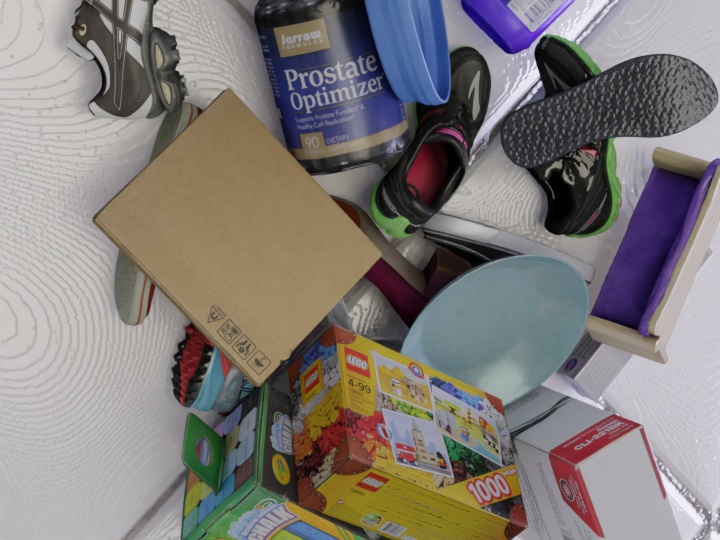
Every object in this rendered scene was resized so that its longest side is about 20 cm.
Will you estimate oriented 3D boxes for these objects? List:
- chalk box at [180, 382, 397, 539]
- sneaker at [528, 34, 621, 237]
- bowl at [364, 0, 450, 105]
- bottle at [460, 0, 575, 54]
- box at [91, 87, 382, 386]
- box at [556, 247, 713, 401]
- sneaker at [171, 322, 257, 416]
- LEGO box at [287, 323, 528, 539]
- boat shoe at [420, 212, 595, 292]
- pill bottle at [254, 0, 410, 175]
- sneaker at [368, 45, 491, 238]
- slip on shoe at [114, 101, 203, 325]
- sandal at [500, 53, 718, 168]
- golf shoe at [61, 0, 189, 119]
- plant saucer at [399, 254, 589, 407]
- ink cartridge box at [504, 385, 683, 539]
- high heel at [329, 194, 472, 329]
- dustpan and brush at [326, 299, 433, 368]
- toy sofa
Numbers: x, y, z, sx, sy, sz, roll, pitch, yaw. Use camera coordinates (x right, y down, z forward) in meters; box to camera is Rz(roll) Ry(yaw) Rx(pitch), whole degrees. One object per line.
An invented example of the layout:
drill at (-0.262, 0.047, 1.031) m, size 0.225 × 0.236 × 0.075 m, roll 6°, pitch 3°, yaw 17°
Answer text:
chalk box at (-0.080, 0.197, 1.282) m, size 0.200 × 0.125 × 0.124 m, roll 31°, pitch 124°, yaw -22°
sneaker at (0.196, -0.125, 1.382) m, size 0.084 × 0.077 × 0.201 m, roll -17°, pitch 103°, yaw -22°
bowl at (0.037, -0.240, 1.250) m, size 0.039 × 0.201 × 0.201 m, roll -10°, pitch 105°, yaw 13°
bottle at (0.186, -0.295, 1.342) m, size 0.084 × 0.065 × 0.200 m, roll 45°, pitch 91°, yaw 0°
box at (-0.101, -0.028, 1.230) m, size 0.200 × 0.021 × 0.164 m, roll 47°, pitch 74°, yaw -12°
box at (0.280, 0.042, 1.472) m, size 0.041 × 0.039 × 0.200 m, roll 42°, pitch 82°, yaw -21°
sneaker at (-0.096, 0.036, 1.308) m, size 0.095 × 0.079 × 0.200 m, roll 20°, pitch 98°, yaw -36°
LEGO box at (0.040, 0.157, 1.274) m, size 0.200 × 0.149 × 0.077 m, roll 25°, pitch 127°, yaw -30°
boat shoe at (0.137, -0.003, 1.395) m, size 0.200 × 0.070 × 0.066 m, roll 19°, pitch 90°, yaw -31°
pill bottle at (-0.030, -0.193, 1.265) m, size 0.112 × 0.112 × 0.200 m, roll -19°, pitch 106°, yaw -18°
sneaker at (0.080, -0.118, 1.326) m, size 0.077 × 0.084 × 0.200 m, roll 31°, pitch 69°, yaw -23°
slip on shoe at (-0.164, -0.045, 1.261) m, size 0.061 × 0.074 × 0.200 m, roll 20°, pitch 86°, yaw -27°
sandal at (0.225, -0.150, 1.327) m, size 0.200 × 0.043 × 0.076 m, roll -13°, pitch 96°, yaw 9°
golf shoe at (-0.209, -0.223, 1.207) m, size 0.094 × 0.078 × 0.201 m, roll -13°, pitch 94°, yaw -7°
plant saucer at (0.119, 0.054, 1.356) m, size 0.201 × 0.039 × 0.201 m, roll -15°, pitch 134°, yaw -16°
ink cartridge box at (0.203, 0.203, 1.382) m, size 0.084 × 0.200 × 0.145 m, roll -28°, pitch 108°, yaw -19°
high heel at (0.000, 0.000, 1.347) m, size 0.200 × 0.067 × 0.096 m, roll 26°, pitch 125°, yaw -8°
dustpan and brush at (-0.003, 0.090, 1.352) m, size 0.139 × 0.057 × 0.200 m, roll -32°, pitch 110°, yaw -15°
toy sofa at (0.289, -0.019, 1.406) m, size 0.200 × 0.083 × 0.098 m, roll -65°, pitch 153°, yaw -11°
